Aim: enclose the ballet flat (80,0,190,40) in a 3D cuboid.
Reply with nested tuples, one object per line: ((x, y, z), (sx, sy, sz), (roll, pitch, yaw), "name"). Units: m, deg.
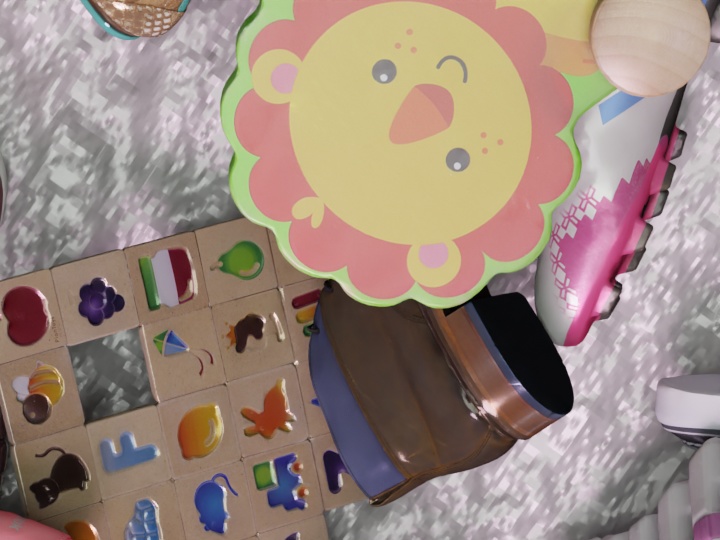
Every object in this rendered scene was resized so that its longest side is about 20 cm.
((-0.126, -0.188, 1.117), (0.065, 0.070, 0.200), (-40, 88, 26), "ballet flat")

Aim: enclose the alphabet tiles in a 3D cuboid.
((-0.066, 0.084, 1.156), (0.167, 0.008, 0.201), (-15, 99, -27), "alphabet tiles")

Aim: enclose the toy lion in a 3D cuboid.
((0.022, -0.094, 1.050), (0.191, 0.069, 0.200), (-33, 102, 4), "toy lion")

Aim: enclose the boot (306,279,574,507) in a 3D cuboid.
((0.000, 0.000, 1.142), (0.097, 0.075, 0.200), (-38, 69, 25), "boot")

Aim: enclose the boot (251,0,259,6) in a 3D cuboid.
((-0.020, -0.184, 1.087), (0.200, 0.144, 0.072), (51, 58, -6), "boot")

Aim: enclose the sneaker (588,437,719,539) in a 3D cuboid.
((0.140, 0.143, 1.145), (0.088, 0.081, 0.200), (31, 127, -22), "sneaker")

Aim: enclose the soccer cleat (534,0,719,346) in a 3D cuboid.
((0.099, -0.071, 1.147), (0.086, 0.070, 0.201), (21, 92, 6), "soccer cleat")

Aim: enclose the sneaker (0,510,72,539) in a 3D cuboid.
((-0.158, 0.191, 1.095), (0.086, 0.074, 0.201), (12, 96, 8), "sneaker")

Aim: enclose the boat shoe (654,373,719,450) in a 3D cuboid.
((0.220, 0.089, 1.164), (0.199, 0.072, 0.068), (10, 97, -8), "boat shoe")

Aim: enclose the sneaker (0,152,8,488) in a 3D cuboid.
((-0.191, 0.036, 1.137), (0.075, 0.116, 0.201), (1, 98, 1), "sneaker")
